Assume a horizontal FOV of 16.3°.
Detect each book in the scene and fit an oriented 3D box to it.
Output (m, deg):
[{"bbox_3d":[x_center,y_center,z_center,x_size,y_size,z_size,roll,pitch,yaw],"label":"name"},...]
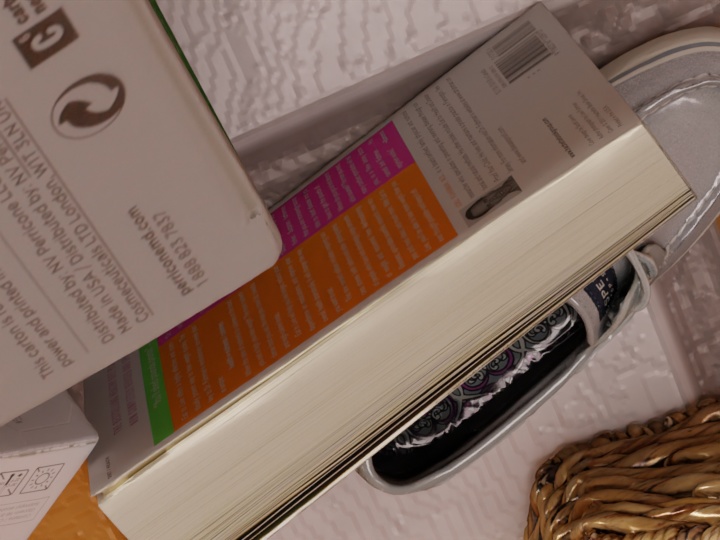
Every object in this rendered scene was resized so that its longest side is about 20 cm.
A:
[{"bbox_3d":[0.000,0.000,0.811,0.200,0.134,0.048,-37,114,6],"label":"book"}]

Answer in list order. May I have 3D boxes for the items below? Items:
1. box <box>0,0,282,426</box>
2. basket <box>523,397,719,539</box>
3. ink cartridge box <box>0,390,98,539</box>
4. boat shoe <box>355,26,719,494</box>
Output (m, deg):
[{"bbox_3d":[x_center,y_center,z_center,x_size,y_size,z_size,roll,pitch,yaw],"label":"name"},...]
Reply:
[{"bbox_3d":[-0.161,-0.062,0.675,0.200,0.172,0.199,-31,144,-2],"label":"box"},{"bbox_3d":[0.136,0.164,0.888,0.142,0.149,0.201,-16,113,-4],"label":"basket"},{"bbox_3d":[-0.177,0.084,0.817,0.050,0.109,0.200,-6,140,-52],"label":"ink cartridge box"},{"bbox_3d":[0.070,0.003,0.856,0.201,0.072,0.070,-45,111,8],"label":"boat shoe"}]
